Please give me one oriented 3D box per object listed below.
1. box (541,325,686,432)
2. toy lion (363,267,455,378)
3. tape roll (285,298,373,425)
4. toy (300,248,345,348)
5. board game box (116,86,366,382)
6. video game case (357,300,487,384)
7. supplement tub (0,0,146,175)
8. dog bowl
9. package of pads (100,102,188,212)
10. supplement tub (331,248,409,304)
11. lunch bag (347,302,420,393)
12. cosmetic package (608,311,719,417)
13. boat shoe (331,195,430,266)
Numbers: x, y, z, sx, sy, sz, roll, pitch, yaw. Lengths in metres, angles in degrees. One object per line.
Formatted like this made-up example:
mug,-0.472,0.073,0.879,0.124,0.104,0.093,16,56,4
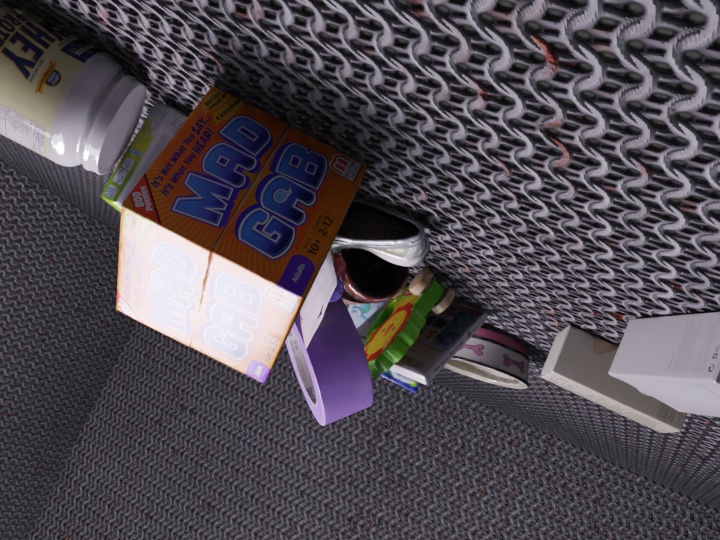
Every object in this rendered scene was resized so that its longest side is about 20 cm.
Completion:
box,0.381,0.163,1.072,0.197,0.079,0.095,25,170,8
toy lion,0.057,0.092,1.174,0.068,0.192,0.200,41,168,-9
tape roll,-0.056,0.132,1.123,0.200,0.084,0.203,160,91,-76
toy,-0.051,0.004,1.017,0.046,0.116,0.201,12,-147,-22
board game box,-0.138,-0.036,0.821,0.197,0.202,0.201,26,142,-3
video game case,0.094,0.108,1.267,0.198,0.182,0.024,16,135,43
supplement tub,-0.377,-0.217,0.863,0.198,0.147,0.145,27,170,-8
dog bowl,0.240,0.166,1.402,0.197,0.075,0.200,18,167,4
package of pads,-0.270,-0.130,1.015,0.067,0.156,0.200,27,171,6
supplement tub,0.000,0.000,1.126,0.106,0.108,0.200,27,170,-11
lunch bag,0.059,0.129,1.450,0.197,0.172,0.127,26,174,1
cosmetic package,0.380,0.106,0.789,0.112,0.082,0.200,28,171,-9
boat shoe,-0.005,-0.063,0.934,0.199,0.075,0.065,21,161,19
